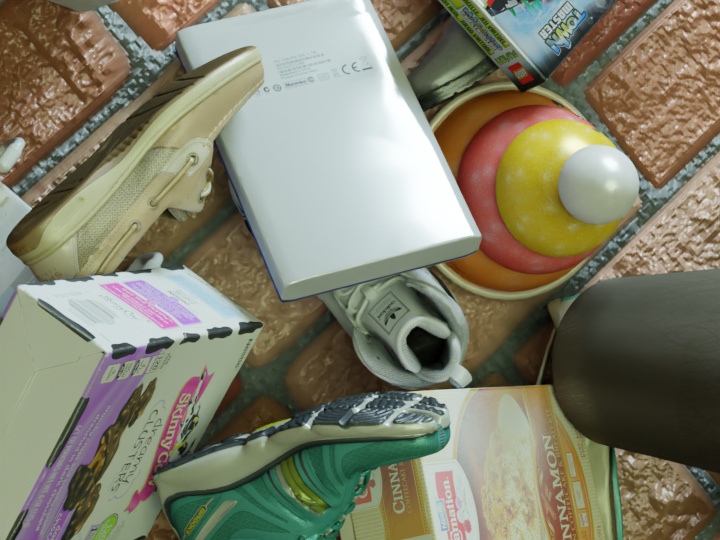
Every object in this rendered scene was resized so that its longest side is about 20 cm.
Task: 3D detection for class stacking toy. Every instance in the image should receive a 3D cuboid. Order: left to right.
[{"bbox_3d":[0.126,-0.050,1.541,0.146,0.200,0.146,-1,93,-19],"label":"stacking toy"}]

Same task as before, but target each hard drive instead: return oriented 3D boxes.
[{"bbox_3d":[-0.022,-0.082,1.523,0.132,0.025,0.200,-14,61,-18],"label":"hard drive"}]

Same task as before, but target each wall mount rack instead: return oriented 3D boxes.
[{"bbox_3d":[-0.223,0.021,1.490,0.200,0.075,0.174,41,80,-15],"label":"wall mount rack"}]

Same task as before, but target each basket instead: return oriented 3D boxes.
[{"bbox_3d":[0.224,0.061,1.515,0.180,0.200,0.136,-23,103,-33],"label":"basket"}]

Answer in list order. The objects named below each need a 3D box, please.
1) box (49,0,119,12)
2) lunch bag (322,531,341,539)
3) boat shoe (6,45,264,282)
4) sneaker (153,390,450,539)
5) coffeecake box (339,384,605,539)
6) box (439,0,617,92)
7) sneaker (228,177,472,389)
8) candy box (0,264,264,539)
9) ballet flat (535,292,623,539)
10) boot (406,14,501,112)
[{"bbox_3d":[-0.195,-0.278,1.472,0.152,0.106,0.200,20,85,-19],"label":"box"},{"bbox_3d":[-0.064,0.250,1.527,0.200,0.124,0.170,-28,103,-13],"label":"lunch bag"},{"bbox_3d":[-0.125,-0.059,1.470,0.200,0.071,0.065,-44,105,-18],"label":"boat shoe"},{"bbox_3d":[-0.028,0.124,1.434,0.077,0.200,0.080,-24,92,-61],"label":"sneaker"},{"bbox_3d":[0.071,0.154,1.527,0.200,0.073,0.154,1,76,-55],"label":"coffeecake box"},{"bbox_3d":[0.134,-0.222,1.569,0.110,0.035,0.200,46,65,-11],"label":"box"},{"bbox_3d":[0.000,0.000,1.538,0.075,0.115,0.200,-44,106,4],"label":"sneaker"},{"bbox_3d":[-0.161,0.089,1.425,0.072,0.200,0.168,34,106,18],"label":"candy box"},{"bbox_3d":[0.147,0.112,1.633,0.069,0.069,0.200,1,90,-19],"label":"ballet flat"},{"bbox_3d":[0.068,-0.205,1.594,0.200,0.070,0.132,-45,102,-24],"label":"boot"}]
